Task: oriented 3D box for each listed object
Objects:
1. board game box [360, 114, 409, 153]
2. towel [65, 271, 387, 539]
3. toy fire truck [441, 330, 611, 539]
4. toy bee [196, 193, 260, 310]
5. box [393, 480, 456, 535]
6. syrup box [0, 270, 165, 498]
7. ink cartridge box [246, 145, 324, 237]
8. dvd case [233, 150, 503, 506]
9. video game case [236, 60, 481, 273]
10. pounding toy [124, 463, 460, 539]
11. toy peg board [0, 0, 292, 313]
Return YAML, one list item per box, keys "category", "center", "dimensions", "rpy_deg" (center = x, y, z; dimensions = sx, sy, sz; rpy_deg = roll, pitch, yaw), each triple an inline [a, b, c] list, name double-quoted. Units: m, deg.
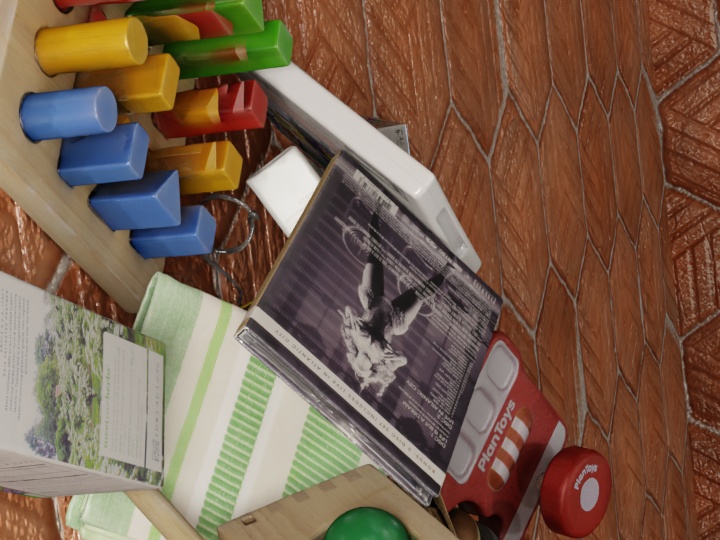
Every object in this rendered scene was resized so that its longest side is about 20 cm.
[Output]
- category: "board game box"
  center: [0.018, -0.019, 1.281]
  dimensions: [0.134, 0.034, 0.202]
  rpy_deg: [-147, -132, -74]
- category: "towel"
  center: [-0.065, 0.108, 0.949]
  dimensions: [0.199, 0.023, 0.154]
  rpy_deg: [26, 77, -33]
- category: "toy fire truck"
  center: [0.081, 0.163, 1.160]
  dimensions: [0.168, 0.112, 0.201]
  rpy_deg: [49, 63, -41]
- category: "toy bee"
  center: [-0.066, 0.064, 1.020]
  dimensions: [0.200, 0.131, 0.109]
  rpy_deg: [43, 11, -5]
- category: "box"
  center: [0.044, 0.239, 1.016]
  dimensions: [0.164, 0.021, 0.201]
  rpy_deg: [-110, -162, -46]
- category: "syrup box"
  center: [-0.171, 0.057, 0.765]
  dimensions: [0.200, 0.081, 0.080]
  rpy_deg: [33, 53, -65]
- category: "ink cartridge box"
  center: [0.000, 0.000, 1.114]
  dimensions: [0.174, 0.043, 0.200]
  rpy_deg: [54, 3, 2]
- category: "dvd case"
  center: [0.012, 0.029, 0.966]
  dimensions: [0.149, 0.016, 0.200]
  rpy_deg: [42, 34, -12]
- category: "video game case"
  center: [-0.009, -0.084, 1.101]
  dimensions: [0.023, 0.200, 0.182]
  rpy_deg: [-49, 158, -4]
- category: "pounding toy"
  center: [-0.019, 0.200, 0.863]
  dimensions: [0.184, 0.141, 0.202]
  rpy_deg: [31, -43, 60]
- category: "toy peg board"
  center: [-0.119, -0.110, 0.923]
  dimensions: [0.200, 0.097, 0.201]
  rpy_deg: [53, 37, -55]
